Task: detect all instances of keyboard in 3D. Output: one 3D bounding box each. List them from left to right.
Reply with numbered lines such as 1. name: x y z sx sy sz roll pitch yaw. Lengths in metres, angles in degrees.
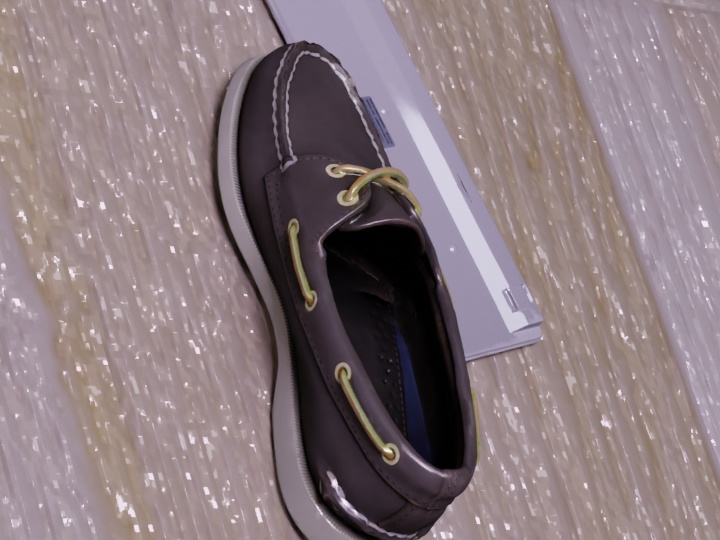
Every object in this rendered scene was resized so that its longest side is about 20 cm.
1. keyboard: 0.008 -0.057 1.063 0.056 0.011 0.200 -15 72 -42

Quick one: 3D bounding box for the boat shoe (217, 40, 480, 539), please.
1. boat shoe: 0.000 0.000 0.972 0.072 0.061 0.202 12 55 -38
